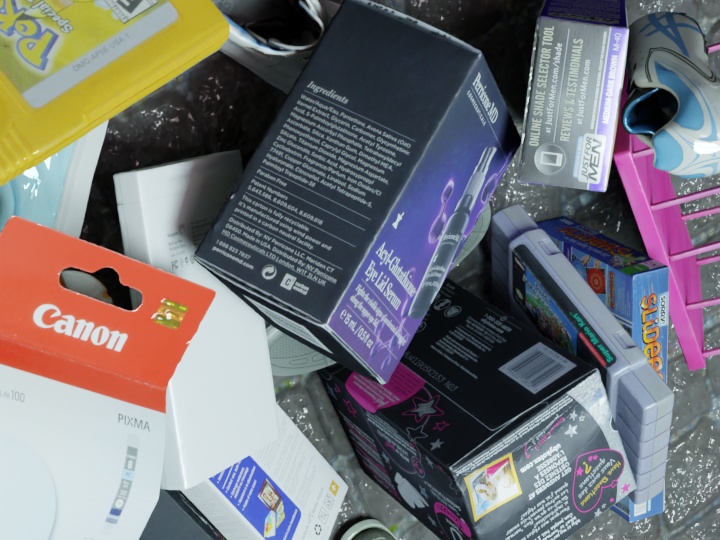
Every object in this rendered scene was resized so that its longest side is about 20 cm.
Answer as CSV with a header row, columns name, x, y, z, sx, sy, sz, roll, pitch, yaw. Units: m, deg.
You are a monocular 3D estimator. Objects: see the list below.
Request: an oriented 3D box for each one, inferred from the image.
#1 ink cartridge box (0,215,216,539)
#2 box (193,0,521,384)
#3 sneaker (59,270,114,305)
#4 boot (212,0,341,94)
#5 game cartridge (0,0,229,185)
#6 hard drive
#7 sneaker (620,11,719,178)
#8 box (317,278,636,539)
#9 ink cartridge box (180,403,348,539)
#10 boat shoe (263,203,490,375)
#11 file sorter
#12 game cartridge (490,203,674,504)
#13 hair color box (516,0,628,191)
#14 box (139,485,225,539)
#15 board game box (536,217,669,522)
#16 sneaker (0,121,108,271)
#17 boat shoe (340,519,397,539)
name,x,y,z,sx,sy,sz,roll,pitch,yaw
ink cartridge box,-0.174,0.086,0.951,0.160,0.047,0.201,23,97,-43
box,0.004,-0.049,1.062,0.201,0.104,0.148,-60,157,-7
sneaker,-0.236,0.073,1.059,0.200,0.077,0.078,-32,90,3
boot,-0.045,-0.153,1.075,0.199,0.096,0.074,19,97,-33
game cartridge,-0.199,-0.156,0.941,0.200,0.032,0.176,-39,89,-34
hard drive,-0.104,0.028,1.077,0.132,0.027,0.201,-22,105,-64
sneaker,0.206,-0.126,1.127,0.072,0.200,0.072,-3,119,-5
box,0.081,0.110,1.176,0.132,0.200,0.115,-32,121,-16
ink cartridge box,-0.084,0.132,1.161,0.200,0.037,0.095,54,42,-33
boat shoe,0.000,-0.001,1.182,0.202,0.065,0.075,-40,141,-6
file sorter,0.279,-0.056,1.243,0.125,0.139,0.201,-15,121,18
game cartridge,0.153,0.058,1.180,0.038,0.200,0.130,-27,143,-11
hair color box,0.148,-0.129,1.137,0.064,0.200,0.110,8,106,8
box,-0.164,0.183,1.107,0.106,0.122,0.200,-43,123,-8
board game box,0.181,0.074,1.261,0.034,0.135,0.201,-13,114,-25
sneaker,-0.207,-0.088,1.018,0.082,0.074,0.201,2,105,-34
boat shoe,0.029,0.289,1.292,0.072,0.060,0.203,-23,117,-22
